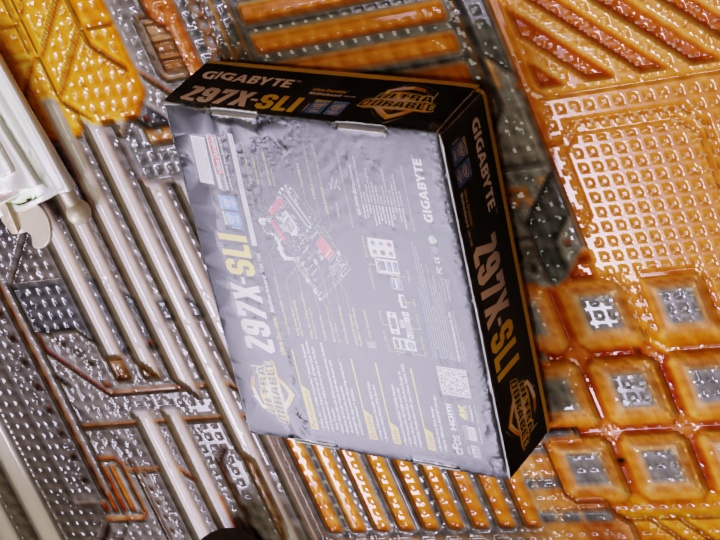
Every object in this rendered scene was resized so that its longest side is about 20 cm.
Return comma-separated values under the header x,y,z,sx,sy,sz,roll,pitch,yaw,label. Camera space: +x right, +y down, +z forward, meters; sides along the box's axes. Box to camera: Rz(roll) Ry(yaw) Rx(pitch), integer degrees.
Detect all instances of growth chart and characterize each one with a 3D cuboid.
x,y,z,sx,sy,sz,roll,pitch,yaw,label
-0.243,-0.071,1.353,0.199,0.018,0.145,-3,120,36,growth chart

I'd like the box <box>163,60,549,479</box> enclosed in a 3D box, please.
x,y,z,sx,sy,sz,roll,pitch,yaw,label
0.000,0.000,1.215,0.159,0.049,0.201,9,126,33,box

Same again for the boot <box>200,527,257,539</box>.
x,y,z,sx,sy,sz,roll,pitch,yaw,label
-0.077,0.246,1.410,0.075,0.073,0.202,174,89,-66,boot
